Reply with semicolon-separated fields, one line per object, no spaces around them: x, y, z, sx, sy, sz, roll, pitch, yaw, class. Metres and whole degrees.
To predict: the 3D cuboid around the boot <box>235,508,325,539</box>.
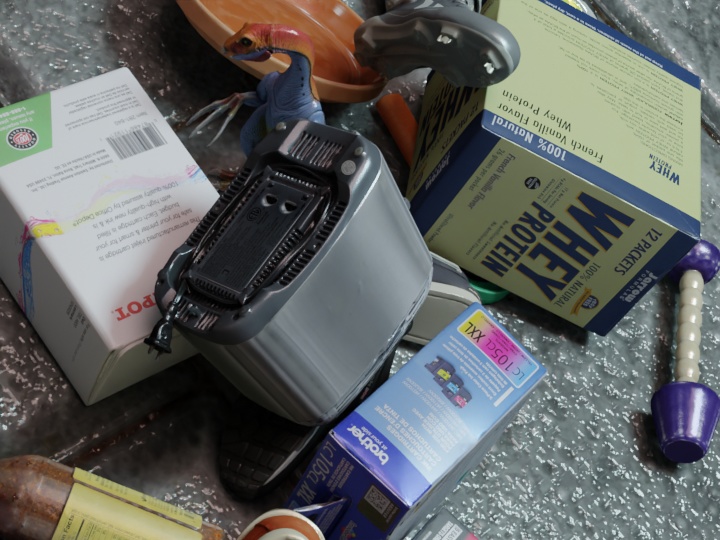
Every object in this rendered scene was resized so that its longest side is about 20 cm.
-0.084;0.232;0.944;0.075;0.107;0.201;29;83;-3;boot

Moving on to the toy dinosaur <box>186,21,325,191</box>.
-0.062;-0.125;1.192;0.104;0.182;0.201;22;42;3;toy dinosaur

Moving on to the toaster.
-0.041;0.011;1.057;0.113;0.129;0.201;19;66;43;toaster

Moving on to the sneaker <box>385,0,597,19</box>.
0.114;-0.218;1.433;0.198;0.076;0.077;7;61;-9;sneaker

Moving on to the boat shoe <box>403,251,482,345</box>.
0.000;0.000;1.225;0.198;0.073;0.063;20;31;-15;boat shoe

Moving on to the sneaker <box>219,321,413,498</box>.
-0.019;0.086;1.140;0.201;0.075;0.088;-58;136;-21;sneaker

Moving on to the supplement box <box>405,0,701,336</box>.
0.156;-0.094;1.295;0.198;0.134;0.201;25;44;-14;supplement box

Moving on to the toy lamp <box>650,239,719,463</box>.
0.265;0.064;1.308;0.058;0.058;0.201;20;51;-12;toy lamp

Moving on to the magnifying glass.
0.066;-0.061;1.324;0.079;0.022;0.201;-13;65;-34;magnifying glass

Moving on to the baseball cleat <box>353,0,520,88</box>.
0.070;-0.191;1.225;0.106;0.199;0.070;-45;120;-19;baseball cleat

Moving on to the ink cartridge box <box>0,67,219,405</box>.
-0.177;-0.027;1.134;0.144;0.084;0.201;-25;71;-37;ink cartridge box

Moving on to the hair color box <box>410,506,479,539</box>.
0.090;0.266;1.074;0.200;0.061;0.099;44;49;7;hair color box

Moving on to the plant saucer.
-0.067;-0.197;1.310;0.199;0.032;0.201;25;29;-15;plant saucer

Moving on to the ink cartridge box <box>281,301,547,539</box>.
0.024;0.129;1.088;0.076;0.137;0.200;41;49;10;ink cartridge box

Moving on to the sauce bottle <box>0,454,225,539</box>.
-0.185;0.154;1.015;0.198;0.066;0.066;24;50;-8;sauce bottle
